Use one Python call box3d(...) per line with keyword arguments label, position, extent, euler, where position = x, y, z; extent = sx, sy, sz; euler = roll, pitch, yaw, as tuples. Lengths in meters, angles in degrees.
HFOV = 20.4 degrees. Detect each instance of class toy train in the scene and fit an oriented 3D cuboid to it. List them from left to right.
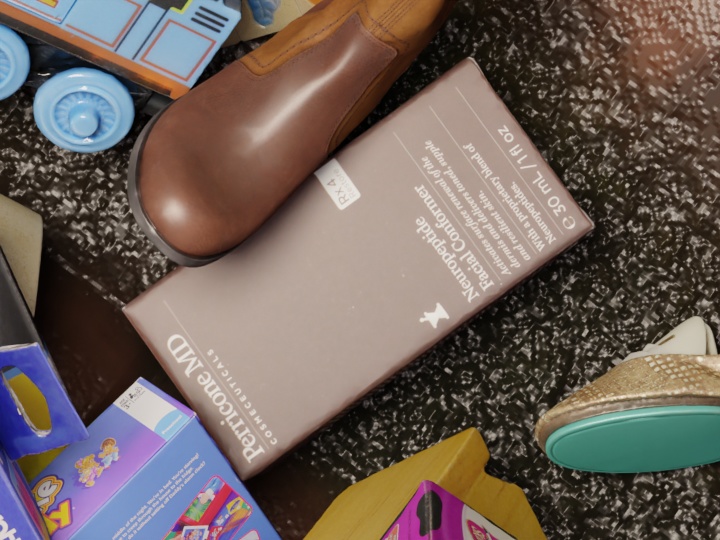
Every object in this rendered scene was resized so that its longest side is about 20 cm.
box3d(label="toy train", position=(-0.152, -0.133, 0.882), extent=(0.200, 0.087, 0.114), euler=(23, 125, -25))

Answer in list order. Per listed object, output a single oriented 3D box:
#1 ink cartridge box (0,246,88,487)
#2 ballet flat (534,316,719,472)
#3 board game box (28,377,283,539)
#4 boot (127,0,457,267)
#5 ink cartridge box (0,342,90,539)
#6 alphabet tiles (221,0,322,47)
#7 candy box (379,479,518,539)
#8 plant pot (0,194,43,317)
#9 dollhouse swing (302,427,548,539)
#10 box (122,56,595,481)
box3d(label="ink cartridge box", position=(-0.217, 0.089, 0.845), extent=(0.200, 0.047, 0.198), euler=(-27, 127, -12))
box3d(label="ballet flat", position=(0.179, 0.054, 0.928), extent=(0.199, 0.071, 0.065), euler=(-2, 59, 0))
box3d(label="board game box", position=(-0.124, 0.164, 0.863), extent=(0.200, 0.135, 0.045), euler=(-44, 41, -17))
box3d(label="boot", position=(0.007, -0.093, 0.833), extent=(0.200, 0.188, 0.069), euler=(-33, 94, 42))
box3d(label="ink cartridge box", position=(-0.208, 0.083, 0.772), extent=(0.200, 0.076, 0.137), euler=(-28, 122, -8))
box3d(label="alphabet tiles", position=(-0.085, -0.172, 0.910), extent=(0.199, 0.006, 0.167), euler=(-14, 127, 15))
box3d(label="candy box", position=(-0.010, 0.190, 0.736), extent=(0.061, 0.136, 0.200), euler=(35, 103, -7))
box3d(label="plant pot", position=(-0.249, 0.009, 0.904), extent=(0.199, 0.187, 0.188), euler=(8, 86, -12))
box3d(label="dollhouse swing", position=(-0.001, 0.214, 0.889), extent=(0.175, 0.182, 0.200), euler=(-22, 102, 28))
box3d(label="box", position=(0.000, 0.000, 0.929), extent=(0.200, 0.075, 0.100), euler=(-37, 85, 2))
